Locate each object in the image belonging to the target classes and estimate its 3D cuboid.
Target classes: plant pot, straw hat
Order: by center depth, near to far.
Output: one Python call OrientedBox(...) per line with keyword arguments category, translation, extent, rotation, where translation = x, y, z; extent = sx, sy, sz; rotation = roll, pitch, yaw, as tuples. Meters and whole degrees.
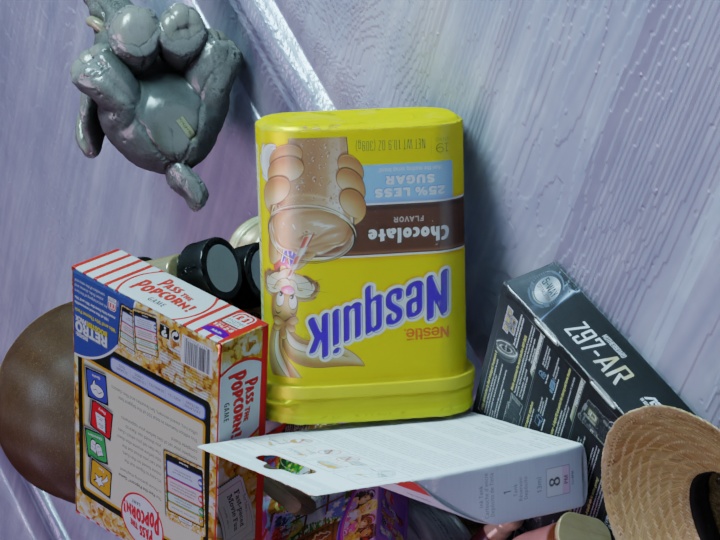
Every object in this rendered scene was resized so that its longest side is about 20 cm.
OrientedBox(category="straw hat", translation=(0.235, 0.150, 1.282), extent=(0.201, 0.085, 0.201), rotation=(42, 147, 36))
OrientedBox(category="plant pot", translation=(-0.202, 0.131, 1.907), extent=(0.200, 0.187, 0.187), rotation=(-158, 53, -66))

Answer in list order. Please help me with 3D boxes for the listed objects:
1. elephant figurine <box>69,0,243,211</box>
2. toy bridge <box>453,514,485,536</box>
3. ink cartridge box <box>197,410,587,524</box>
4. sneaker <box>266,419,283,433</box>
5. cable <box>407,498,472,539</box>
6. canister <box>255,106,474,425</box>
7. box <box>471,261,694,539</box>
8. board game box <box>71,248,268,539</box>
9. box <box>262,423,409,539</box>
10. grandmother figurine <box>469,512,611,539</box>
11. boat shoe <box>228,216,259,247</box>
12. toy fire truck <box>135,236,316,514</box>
OrientedBox(category="elephant figurine", translation=(-0.176, -0.152, 1.798), extent=(0.141, 0.155, 0.200), rotation=(31, 174, -19))
OrientedBox(category="toy bridge", translation=(0.078, 0.150, 1.624), extent=(0.200, 0.027, 0.067), rotation=(66, 153, 7))
OrientedBox(category="ink cartridge box", translation=(0.020, 0.133, 1.435), extent=(0.162, 0.200, 0.057), rotation=(12, 111, 58))
OrientedBox(category="sneaker", translation=(-0.046, 0.165, 1.761), extent=(0.115, 0.076, 0.200), rotation=(19, 123, 12))
OrientedBox(category="cable", translation=(0.011, 0.257, 1.641), extent=(0.200, 0.069, 0.200), rotation=(-10, 77, 44))
OrientedBox(category="canister", translation=(0.001, -0.005, 1.501), extent=(0.087, 0.148, 0.200), rotation=(-127, 34, -75))
OrientedBox(category="box", translation=(0.139, 0.120, 1.476), extent=(0.160, 0.043, 0.200), rotation=(49, 146, 34))
OrientedBox(category="board game box", translation=(-0.133, 0.104, 1.526), extent=(0.151, 0.046, 0.200), rotation=(26, 124, 37))
OrientedBox(category="box", translation=(-0.029, 0.173, 1.596), extent=(0.039, 0.137, 0.200), rotation=(48, -153, -27))
OrientedBox(category="grandmother figurine", translation=(0.078, 0.215, 1.479), extent=(0.061, 0.121, 0.200), rotation=(48, 145, -12))
OrientedBox(category="boat shoe", translation=(-0.059, 0.052, 1.766), extent=(0.065, 0.072, 0.200), rotation=(18, 124, 42))
OrientedBox(category="toy fire truck", translation=(-0.078, 0.083, 1.615), extent=(0.129, 0.176, 0.200), rotation=(-13, 79, 35))
